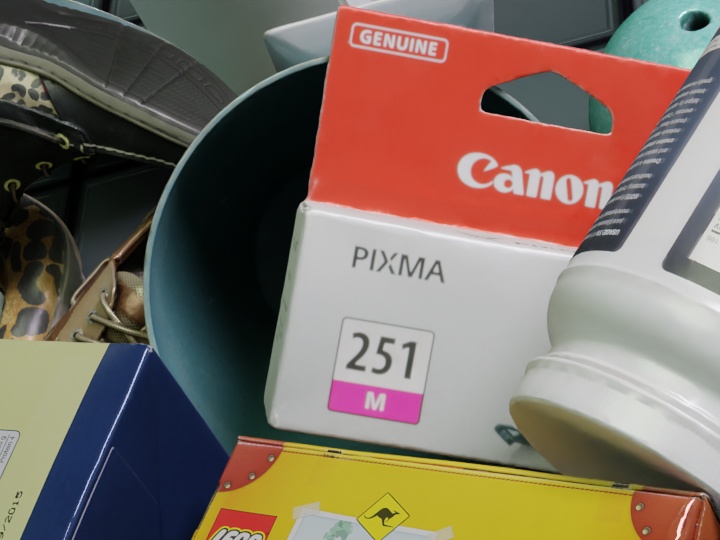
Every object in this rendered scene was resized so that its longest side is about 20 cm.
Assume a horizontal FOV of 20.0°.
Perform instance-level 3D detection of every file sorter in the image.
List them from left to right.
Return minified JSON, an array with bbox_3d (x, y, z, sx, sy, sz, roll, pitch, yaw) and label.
[{"bbox_3d":[-0.036,-0.188,1.075,0.124,0.139,0.200,-38,14,-27],"label":"file sorter"}]

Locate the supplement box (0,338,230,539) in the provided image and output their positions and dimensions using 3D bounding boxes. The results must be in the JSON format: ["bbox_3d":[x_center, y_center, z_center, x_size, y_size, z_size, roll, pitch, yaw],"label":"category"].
[{"bbox_3d":[-0.152,0.139,0.862,0.198,0.201,0.135,1,52,28],"label":"supplement box"}]

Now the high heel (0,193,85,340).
[{"bbox_3d":[-0.199,0.036,1.061,0.142,0.072,0.200,-38,56,-17],"label":"high heel"}]

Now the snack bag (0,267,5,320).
[{"bbox_3d":[-0.280,0.011,1.171,0.198,0.021,0.190,-20,45,11],"label":"snack bag"}]

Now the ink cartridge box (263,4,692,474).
[{"bbox_3d":[0.071,-0.007,0.853,0.198,0.175,0.044,9,7,-6],"label":"ink cartridge box"}]

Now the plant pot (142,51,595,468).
[{"bbox_3d":[0.000,0.000,0.936,0.199,0.201,0.135,-31,9,-1],"label":"plant pot"}]

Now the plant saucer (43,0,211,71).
[{"bbox_3d":[-0.169,-0.106,1.099,0.199,0.200,0.028,6,74,32],"label":"plant saucer"}]

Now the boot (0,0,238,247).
[{"bbox_3d":[-0.162,-0.050,1.006,0.202,0.155,0.074,21,28,3],"label":"boot"}]

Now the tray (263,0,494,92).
[{"bbox_3d":[0.016,-0.092,0.997,0.106,0.200,0.022,-16,79,1],"label":"tray"}]

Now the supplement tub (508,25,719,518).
[{"bbox_3d":[0.159,0.001,0.772,0.140,0.140,0.201,23,73,40],"label":"supplement tub"}]

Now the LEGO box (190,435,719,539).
[{"bbox_3d":[0.021,0.149,0.730,0.199,0.077,0.150,4,53,32],"label":"LEGO box"}]

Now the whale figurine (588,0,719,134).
[{"bbox_3d":[0.201,-0.097,0.954,0.199,0.104,0.160,-25,44,5],"label":"whale figurine"}]

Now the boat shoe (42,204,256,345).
[{"bbox_3d":[-0.113,0.028,0.987,0.075,0.072,0.201,30,63,6],"label":"boat shoe"}]
